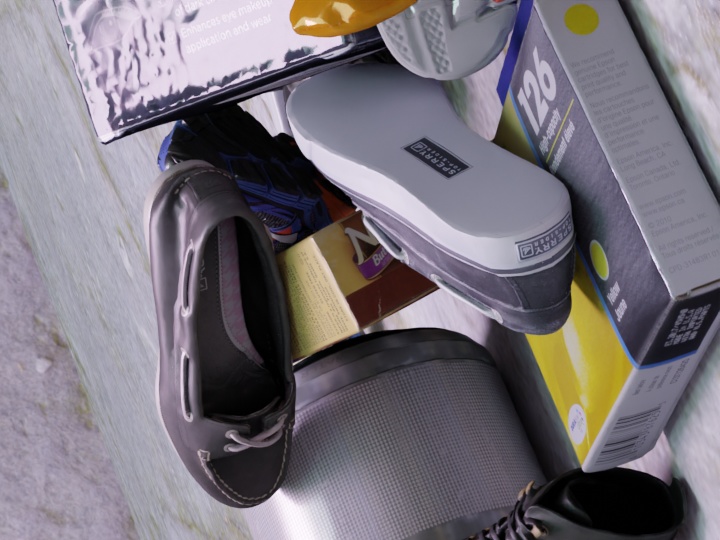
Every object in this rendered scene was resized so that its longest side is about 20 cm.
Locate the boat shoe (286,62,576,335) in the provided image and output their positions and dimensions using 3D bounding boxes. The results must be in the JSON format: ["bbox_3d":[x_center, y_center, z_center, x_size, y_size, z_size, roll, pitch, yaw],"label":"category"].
[{"bbox_3d":[0.032,-0.032,1.166,0.200,0.072,0.068,36,146,49],"label":"boat shoe"}]

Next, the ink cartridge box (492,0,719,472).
[{"bbox_3d":[0.094,-0.038,1.151,0.198,0.047,0.200,101,147,-65],"label":"ink cartridge box"}]

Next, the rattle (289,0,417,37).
[{"bbox_3d":[0.030,-0.200,1.005,0.200,0.143,0.130,80,-175,-54],"label":"rattle"}]

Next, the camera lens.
[{"bbox_3d":[0.027,0.143,1.406,0.160,0.160,0.200,100,149,-64],"label":"camera lens"}]

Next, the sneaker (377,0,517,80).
[{"bbox_3d":[0.037,-0.186,1.153,0.082,0.077,0.200,-61,-33,-76],"label":"sneaker"}]

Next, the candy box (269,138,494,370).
[{"bbox_3d":[0.000,0.000,1.343,0.057,0.117,0.200,62,157,-1],"label":"candy box"}]

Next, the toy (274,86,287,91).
[{"bbox_3d":[-0.093,-0.196,1.471,0.047,0.115,0.200,24,121,50],"label":"toy"}]

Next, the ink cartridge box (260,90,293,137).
[{"bbox_3d":[-0.061,-0.189,1.597,0.174,0.043,0.200,-113,8,-77],"label":"ink cartridge box"}]

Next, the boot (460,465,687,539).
[{"bbox_3d":[0.051,0.138,1.240,0.138,0.200,0.078,99,163,-54],"label":"boot"}]

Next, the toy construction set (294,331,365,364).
[{"bbox_3d":[-0.012,0.082,1.642,0.131,0.092,0.200,11,-113,-77],"label":"toy construction set"}]

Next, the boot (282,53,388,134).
[{"bbox_3d":[-0.007,-0.123,1.437,0.131,0.068,0.200,45,158,54],"label":"boot"}]

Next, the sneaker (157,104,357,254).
[{"bbox_3d":[-0.063,-0.034,1.406,0.075,0.078,0.200,47,-173,19],"label":"sneaker"}]

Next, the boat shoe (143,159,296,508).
[{"bbox_3d":[-0.066,0.043,1.294,0.057,0.067,0.200,38,143,52],"label":"boat shoe"}]

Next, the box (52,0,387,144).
[{"bbox_3d":[-0.058,-0.187,1.251,0.196,0.117,0.200,-15,94,47],"label":"box"}]
